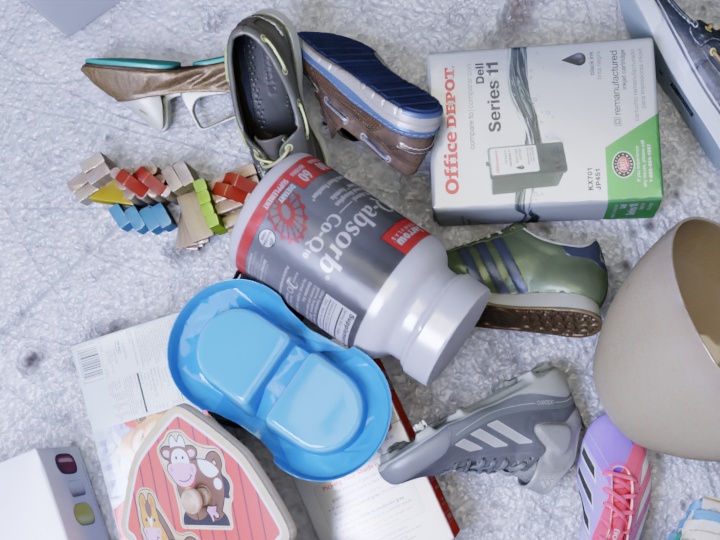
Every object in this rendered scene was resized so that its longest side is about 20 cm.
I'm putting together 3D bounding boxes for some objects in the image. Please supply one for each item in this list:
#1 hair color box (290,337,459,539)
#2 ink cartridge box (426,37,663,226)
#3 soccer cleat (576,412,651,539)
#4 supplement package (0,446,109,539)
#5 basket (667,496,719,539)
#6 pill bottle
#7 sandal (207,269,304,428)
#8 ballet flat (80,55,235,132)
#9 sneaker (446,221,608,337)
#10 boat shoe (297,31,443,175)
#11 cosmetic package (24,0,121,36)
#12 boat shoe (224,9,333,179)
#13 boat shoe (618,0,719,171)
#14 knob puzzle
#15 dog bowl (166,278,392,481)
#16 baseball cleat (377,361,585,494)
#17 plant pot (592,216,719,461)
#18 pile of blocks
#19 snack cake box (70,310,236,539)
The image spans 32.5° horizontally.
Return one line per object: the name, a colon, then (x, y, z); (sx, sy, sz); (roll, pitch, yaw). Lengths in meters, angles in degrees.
hair color box: (-0.005, 0.162, 1.083); (0.110, 0.064, 0.201); (-25, 82, 5)
ink cartridge box: (0.158, -0.119, 1.088); (0.199, 0.083, 0.148); (-3, 82, 7)
soccer cleat: (0.211, 0.221, 1.043); (0.066, 0.076, 0.201); (8, 86, 4)
supplement package: (-0.301, 0.275, 1.079); (0.155, 0.111, 0.201); (-22, 82, 4)
basket: (0.286, 0.296, 0.981); (0.138, 0.177, 0.201); (7, 65, 8)
pill bottle: (0.000, 0.000, 1.019); (0.199, 0.116, 0.116); (34, 88, 13)
sandal: (-0.088, 0.038, 1.078); (0.075, 0.048, 0.201); (-3, 56, 23)
ballet flat: (-0.161, -0.166, 1.148); (0.199, 0.068, 0.073); (-3, 101, 2)
sneaker: (0.122, -0.001, 1.093); (0.199, 0.067, 0.090); (8, 62, 18)
boat shoe: (-0.007, -0.150, 1.094); (0.200, 0.072, 0.073); (46, 131, 44)
cosmetic package: (-0.278, -0.360, 1.126); (0.167, 0.166, 0.201); (-33, 80, 2)
boat shoe: (-0.075, -0.125, 1.091); (0.072, 0.060, 0.203); (-4, 110, 24)
boat shoe: (0.309, -0.191, 1.090); (0.091, 0.071, 0.201); (-31, 88, 1)
knob puzzle: (-0.132, 0.208, 0.987); (0.219, 0.030, 0.221); (9, 104, 38)
dog bowl: (-0.063, 0.091, 1.005); (0.199, 0.050, 0.112); (33, 83, 15)
baseball cleat: (0.112, 0.152, 1.035); (0.199, 0.070, 0.107); (-25, 85, -26)
plant pot: (0.271, 0.077, 1.014); (0.134, 0.200, 0.201); (-39, 79, 35)
pile of blocks: (-0.178, -0.064, 1.131); (0.199, 0.062, 0.083); (3, 83, 7)
snack cake box: (-0.173, 0.147, 1.102); (0.114, 0.067, 0.201); (-16, 82, 3)
